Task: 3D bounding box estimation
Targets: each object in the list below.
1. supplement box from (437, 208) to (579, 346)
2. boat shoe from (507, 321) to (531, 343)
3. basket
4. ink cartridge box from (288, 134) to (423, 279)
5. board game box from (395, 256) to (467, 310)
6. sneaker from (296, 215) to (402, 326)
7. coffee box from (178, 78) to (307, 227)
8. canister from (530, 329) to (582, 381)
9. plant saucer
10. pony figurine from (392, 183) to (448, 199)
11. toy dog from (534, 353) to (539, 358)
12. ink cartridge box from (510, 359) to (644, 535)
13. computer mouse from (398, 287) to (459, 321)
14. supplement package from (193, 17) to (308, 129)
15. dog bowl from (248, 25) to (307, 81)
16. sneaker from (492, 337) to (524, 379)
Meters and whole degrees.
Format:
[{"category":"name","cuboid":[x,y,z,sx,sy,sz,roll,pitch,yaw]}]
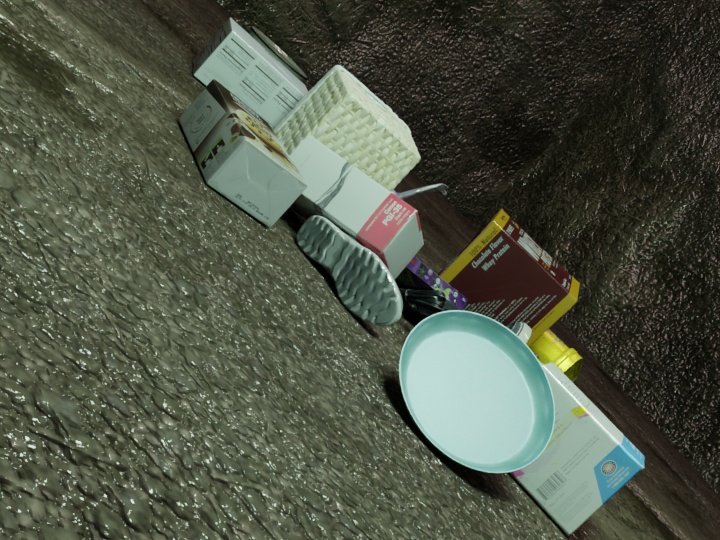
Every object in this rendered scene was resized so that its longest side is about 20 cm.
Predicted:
[{"category":"supplement box","cuboid":[0.251,0.035,1.709,0.200,0.197,0.133,44,20,2]},{"category":"boat shoe","cuboid":[0.184,0.109,1.417,0.093,0.075,0.200,42,33,5]},{"category":"basket","cuboid":[-0.026,-0.214,1.677,0.198,0.200,0.161,38,14,-26]},{"category":"ink cartridge box","cuboid":[-0.015,-0.087,1.363,0.200,0.083,0.147,37,-9,17]},{"category":"board game box","cuboid":[0.067,0.001,1.522,0.200,0.032,0.120,37,-21,-33]},{"category":"sneaker","cuboid":[0.000,0.000,1.268,0.082,0.075,0.200,27,19,-53]},{"category":"coffee box","cuboid":[-0.160,-0.160,1.272,0.113,0.080,0.200,35,14,-37]},{"category":"canister","cuboid":[0.327,0.144,1.854,0.200,0.087,0.149,46,-11,23]},{"category":"plant saucer","cuboid":[0.129,0.139,1.086,0.200,0.027,0.200,14,54,-20]},{"category":"pony figurine","cuboid":[0.049,-0.138,1.880,0.193,0.167,0.200,-22,66,-44]},{"category":"toy dog","cuboid":[0.232,0.139,1.552,0.132,0.096,0.200,35,14,-43]},{"category":"ink cartridge box","cuboid":[0.250,0.215,1.235,0.200,0.129,0.125,48,10,15]},{"category":"computer mouse","cuboid":[0.126,0.058,1.447,0.140,0.046,0.200,13,-14,43]},{"category":"supplement package","cuboid":[-0.204,-0.357,1.795,0.200,0.111,0.156,41,11,-22]},{"category":"dog bowl","cuboid":[-0.241,-0.562,2.568,0.200,0.074,0.200,42,11,-10]},{"category":"sneaker","cuboid":[0.144,0.113,1.227,0.080,0.131,0.200,35,14,-36]}]
